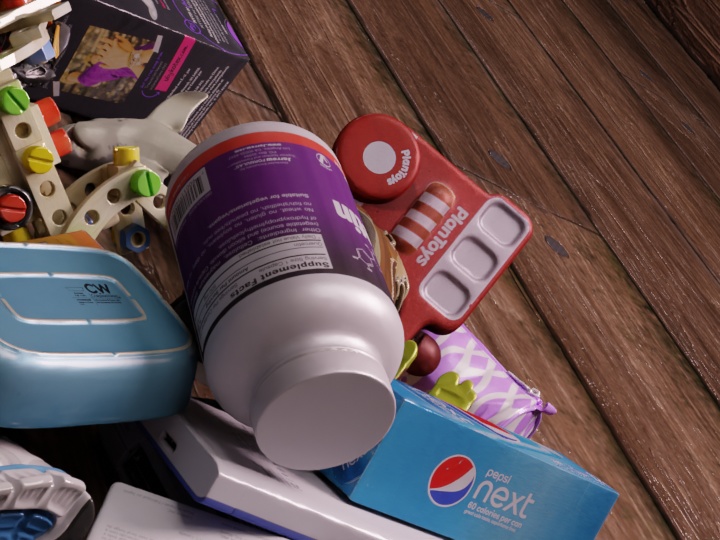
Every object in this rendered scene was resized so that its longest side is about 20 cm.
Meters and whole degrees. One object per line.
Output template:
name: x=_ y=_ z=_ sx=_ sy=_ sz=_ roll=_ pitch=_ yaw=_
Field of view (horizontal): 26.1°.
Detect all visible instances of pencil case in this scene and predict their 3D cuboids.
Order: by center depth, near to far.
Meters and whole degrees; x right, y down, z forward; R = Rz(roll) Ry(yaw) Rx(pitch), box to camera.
pencil case: x=0.063 y=0.068 z=1.234 sx=0.200 sy=0.086 sz=0.084 roll=48 pitch=13 yaw=20

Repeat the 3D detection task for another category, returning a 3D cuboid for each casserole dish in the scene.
casserole dish: x=-0.163 y=0.028 z=0.823 sx=0.121 sy=0.039 sz=0.200 roll=47 pitch=23 yaw=27

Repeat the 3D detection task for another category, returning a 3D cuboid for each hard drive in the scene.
hard drive: x=-0.029 y=0.131 z=0.904 sx=0.200 sy=0.025 sz=0.132 roll=27 pitch=4 yaw=-31

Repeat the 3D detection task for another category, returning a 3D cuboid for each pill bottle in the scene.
pill bottle: x=-0.042 y=0.013 z=0.885 sx=0.112 sy=0.112 sz=0.200 roll=24 pitch=31 yaw=-36

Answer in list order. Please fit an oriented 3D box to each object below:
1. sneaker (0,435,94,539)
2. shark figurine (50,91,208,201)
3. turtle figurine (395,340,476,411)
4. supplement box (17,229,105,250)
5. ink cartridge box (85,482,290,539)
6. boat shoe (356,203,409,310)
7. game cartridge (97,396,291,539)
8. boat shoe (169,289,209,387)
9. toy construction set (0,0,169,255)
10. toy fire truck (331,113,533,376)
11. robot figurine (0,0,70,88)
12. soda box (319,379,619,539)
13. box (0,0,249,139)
sneaker: x=-0.229 y=0.103 z=0.738 sx=0.200 sy=0.075 sz=0.087 roll=16 pitch=16 yaw=-48
shark figurine: x=-0.126 y=-0.047 z=1.164 sx=0.214 sy=0.090 sz=0.128 roll=40 pitch=54 yaw=19
turtle figurine: x=0.036 y=0.118 z=1.071 sx=0.200 sy=0.064 sz=0.161 roll=46 pitch=-21 yaw=35
supplement box: x=-0.211 y=0.028 z=0.890 sx=0.069 sy=0.067 sz=0.200 roll=45 pitch=22 yaw=11
ink cartridge box: x=-0.078 y=0.201 z=0.755 sx=0.162 sy=0.057 sz=0.200 roll=19 pitch=36 yaw=-1
boat shoe: x=0.000 y=0.000 z=1.028 sx=0.074 sy=0.076 sz=0.200 roll=36 pitch=13 yaw=-20
game cartridge: x=-0.065 y=0.158 z=0.925 sx=0.133 sy=0.041 sz=0.200 roll=9 pitch=39 yaw=-47
boat shoe: x=-0.037 y=0.069 z=0.983 sx=0.199 sy=0.066 sz=0.075 roll=30 pitch=-5 yaw=-7
toy construction set: x=-0.200 y=-0.088 z=1.015 sx=0.200 sy=0.131 sz=0.092 roll=65 pitch=-22 yaw=-7
toy fire truck: x=0.017 y=-0.009 z=1.182 sx=0.168 sy=0.200 sz=0.112 roll=39 pitch=-16 yaw=-1
robot figurine: x=-0.291 y=-0.170 z=1.063 sx=0.145 sy=0.058 sz=0.200 roll=44 pitch=47 yaw=8
soda box: x=0.064 y=0.125 z=0.951 sx=0.200 sy=0.068 sz=0.064 roll=27 pitch=4 yaw=-38
box: x=-0.210 y=-0.196 z=1.255 sx=0.200 sy=0.106 sz=0.122 roll=17 pitch=33 yaw=-46
